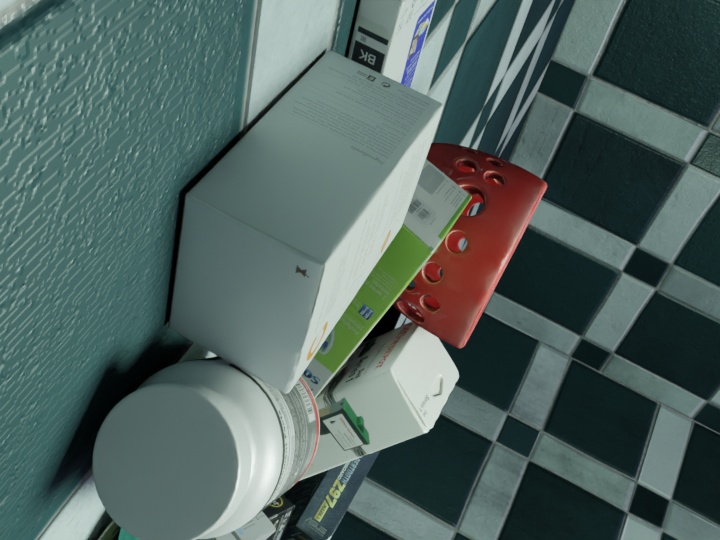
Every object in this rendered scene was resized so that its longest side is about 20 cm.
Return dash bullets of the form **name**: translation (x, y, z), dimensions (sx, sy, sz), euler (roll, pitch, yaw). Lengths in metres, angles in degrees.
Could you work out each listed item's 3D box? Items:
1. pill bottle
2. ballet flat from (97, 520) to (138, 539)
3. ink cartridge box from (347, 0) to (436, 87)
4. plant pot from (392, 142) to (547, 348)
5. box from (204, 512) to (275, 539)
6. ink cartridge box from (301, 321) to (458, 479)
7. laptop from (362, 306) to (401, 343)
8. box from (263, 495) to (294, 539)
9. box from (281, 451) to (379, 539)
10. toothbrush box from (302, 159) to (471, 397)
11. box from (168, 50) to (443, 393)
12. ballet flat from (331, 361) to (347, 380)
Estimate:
- **pill bottle**: translation (-0.101, 0.118, 0.651), dimensions (0.117, 0.115, 0.200), euler (-63, 171, 2)
- **ballet flat**: translation (-0.179, 0.248, 0.683), dimensions (0.068, 0.069, 0.202), euler (78, 26, -58)
- **ink cartridge box**: translation (0.018, -0.166, 0.784), dimensions (0.100, 0.039, 0.201), euler (-55, 166, -43)
- **plant pot**: translation (0.079, -0.043, 1.013), dimensions (0.202, 0.181, 0.201), euler (-61, 171, -17)
- **box**: translation (-0.160, 0.275, 0.822), dimensions (0.156, 0.041, 0.200), euler (-41, 169, -1)
- **ink cartridge box**: translation (-0.005, 0.145, 1.057), dimensions (0.198, 0.085, 0.146), euler (-26, -170, 26)
- **laptop**: translation (0.018, 0.069, 1.228), dimensions (0.200, 0.103, 0.179), euler (-28, 144, -63)
- **box**: translation (-0.164, 0.347, 1.025), dimensions (0.161, 0.049, 0.202), euler (-8, 125, -62)
- **box**: translation (-0.056, 0.284, 1.205), dimensions (0.159, 0.051, 0.200), euler (-58, -172, -30)
- **toothbrush box**: translation (0.000, 0.000, 0.867), dimensions (0.201, 0.086, 0.146), euler (-51, 179, 29)
- **box**: translation (-0.034, -0.040, 0.646), dimensions (0.201, 0.097, 0.125), euler (-56, 169, -45)
- **ballet flat**: translation (-0.040, 0.077, 1.027), dimensions (0.201, 0.070, 0.070), euler (-58, 167, -34)
